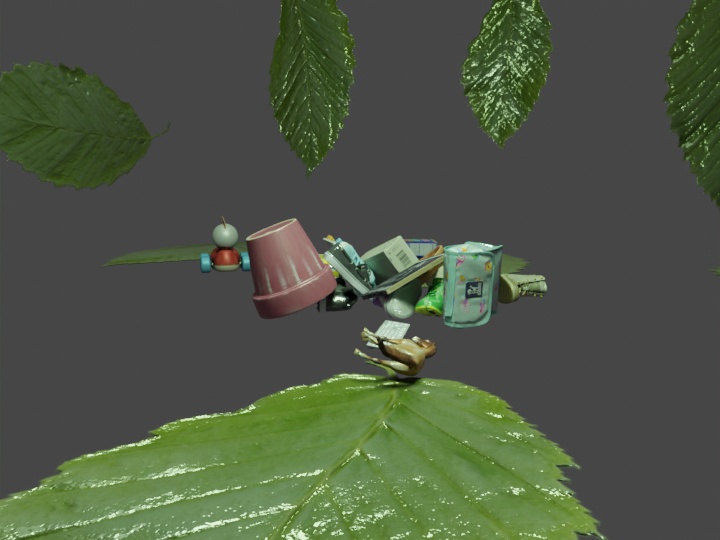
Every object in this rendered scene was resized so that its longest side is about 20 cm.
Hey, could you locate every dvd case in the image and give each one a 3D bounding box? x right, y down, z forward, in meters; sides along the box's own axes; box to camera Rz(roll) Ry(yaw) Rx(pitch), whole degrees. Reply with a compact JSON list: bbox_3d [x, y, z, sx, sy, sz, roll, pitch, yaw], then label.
[{"bbox_3d":[0.109,0.013,1.265,0.198,0.016,0.148,-30,4,-24],"label":"dvd case"}]

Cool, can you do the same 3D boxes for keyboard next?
[{"bbox_3d":[0.059,0.128,1.062,0.055,0.011,0.200,2,8,13],"label":"keyboard"}]

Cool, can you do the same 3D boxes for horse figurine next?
[{"bbox_3d":[0.061,0.130,0.857,0.130,0.051,0.200,19,1,5],"label":"horse figurine"}]

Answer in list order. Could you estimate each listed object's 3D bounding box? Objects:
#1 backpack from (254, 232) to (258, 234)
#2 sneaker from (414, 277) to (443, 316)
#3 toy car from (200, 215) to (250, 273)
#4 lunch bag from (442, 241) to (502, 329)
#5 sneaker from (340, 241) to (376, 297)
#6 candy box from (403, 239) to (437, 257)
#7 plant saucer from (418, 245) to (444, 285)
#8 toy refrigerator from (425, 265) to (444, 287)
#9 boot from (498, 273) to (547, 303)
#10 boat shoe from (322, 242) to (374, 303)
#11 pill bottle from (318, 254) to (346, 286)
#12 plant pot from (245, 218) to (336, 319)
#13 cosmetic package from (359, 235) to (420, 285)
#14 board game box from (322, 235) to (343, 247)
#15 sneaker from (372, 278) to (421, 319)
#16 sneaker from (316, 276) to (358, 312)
[{"bbox_3d":[-0.357,-0.085,2.122,0.179,0.138,0.200,0,5,-13],"label":"backpack"},{"bbox_3d":[0.180,0.061,1.278,0.073,0.085,0.199,4,9,22],"label":"sneaker"},{"bbox_3d":[-0.503,-0.101,1.971,0.181,0.204,0.177,-2,8,-18],"label":"toy car"},{"bbox_3d":[0.242,0.029,1.188,0.120,0.174,0.199,9,11,29],"label":"lunch bag"},{"bbox_3d":[0.000,0.000,1.415,0.081,0.075,0.201,10,-32,31],"label":"sneaker"},{"bbox_3d":[0.258,-0.106,2.509,0.196,0.079,0.169,2,7,-1],"label":"candy box"},{"bbox_3d":[0.158,0.012,1.449,0.200,0.038,0.200,-43,2,1],"label":"plant saucer"},{"bbox_3d":[0.247,0.029,1.483,0.070,0.076,0.199,-41,-8,21],"label":"toy refrigerator"},{"bbox_3d":[0.441,0.047,1.454,0.151,0.074,0.200,2,7,-4],"label":"boot"},{"bbox_3d":[-0.008,0.005,1.346,0.200,0.066,0.070,43,-3,-20],"label":"boat shoe"},{"bbox_3d":[-0.144,0.011,1.513,0.196,0.117,0.114,-1,8,-12],"label":"pill bottle"},{"bbox_3d":[-0.174,-0.012,1.229,0.197,0.182,0.200,-19,14,5],"label":"plant pot"},{"bbox_3d":[0.069,-0.013,1.444,0.073,0.104,0.199,-42,10,-25],"label":"cosmetic package"},{"bbox_3d":[-0.024,-0.028,1.619,0.026,0.200,0.200,-45,14,-5],"label":"board game box"},{"bbox_3d":[0.072,0.079,1.276,0.113,0.074,0.200,-18,5,25],"label":"sneaker"},{"bbox_3d":[-0.047,0.064,1.334,0.089,0.068,0.200,4,12,8],"label":"sneaker"}]
